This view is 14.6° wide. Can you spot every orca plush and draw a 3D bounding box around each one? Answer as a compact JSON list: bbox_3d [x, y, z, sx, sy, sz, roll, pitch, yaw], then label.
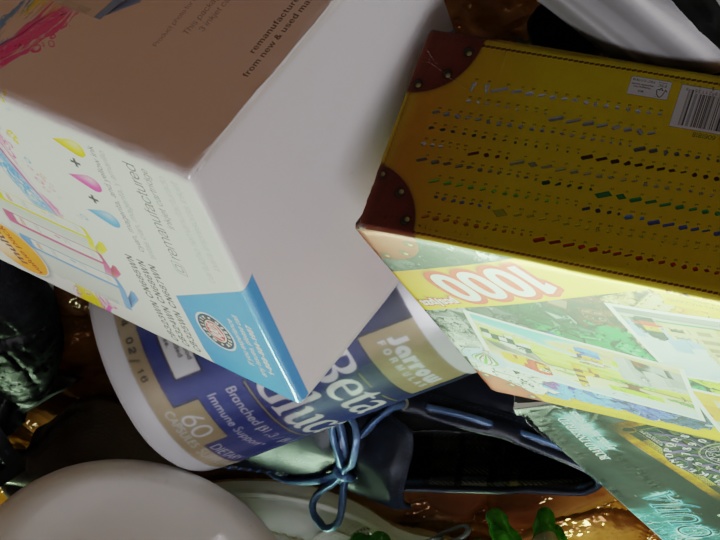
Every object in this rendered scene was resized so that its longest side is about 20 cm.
[{"bbox_3d":[-0.174,0.023,1.184,0.105,0.071,0.200,-3,141,-1],"label":"orca plush"}]

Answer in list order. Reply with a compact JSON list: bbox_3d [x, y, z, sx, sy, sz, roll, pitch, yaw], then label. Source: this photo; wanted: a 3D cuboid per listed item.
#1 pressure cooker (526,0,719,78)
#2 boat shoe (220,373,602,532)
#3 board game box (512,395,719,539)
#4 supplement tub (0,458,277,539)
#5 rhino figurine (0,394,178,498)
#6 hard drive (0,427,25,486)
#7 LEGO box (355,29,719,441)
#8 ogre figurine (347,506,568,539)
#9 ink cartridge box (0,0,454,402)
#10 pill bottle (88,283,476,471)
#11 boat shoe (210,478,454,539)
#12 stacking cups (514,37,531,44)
[{"bbox_3d":[0.114,-0.154,0.908,0.176,0.179,0.200,-3,152,47],"label":"pressure cooker"},{"bbox_3d":[0.016,0.070,1.258,0.199,0.069,0.084,-5,141,2],"label":"boat shoe"},{"bbox_3d":[0.160,0.074,1.160,0.135,0.028,0.200,-4,157,24],"label":"board game box"},{"bbox_3d":[-0.110,0.186,1.192,0.144,0.145,0.200,6,144,-11],"label":"supplement tub"},{"bbox_3d":[-0.089,0.139,1.299,0.087,0.060,0.200,-34,108,19],"label":"rhino figurine"},{"bbox_3d":[-0.226,0.017,1.142,0.135,0.042,0.200,23,155,36],"label":"hard drive"},{"bbox_3d":[0.121,0.000,0.937,0.199,0.077,0.149,12,161,27],"label":"LEGO box"},{"bbox_3d":[0.033,0.159,1.264,0.120,0.098,0.200,-22,-178,13],"label":"ogre figurine"},{"bbox_3d":[-0.078,-0.067,0.987,0.200,0.125,0.129,22,153,33],"label":"ink cartridge box"},{"bbox_3d":[0.000,0.000,1.136,0.199,0.111,0.111,-22,138,22],"label":"pill bottle"},{"bbox_3d":[-0.011,0.155,1.360,0.199,0.070,0.071,15,141,-18],"label":"boat shoe"},{"bbox_3d":[0.052,-0.057,1.046,0.199,0.061,0.061,-23,138,10],"label":"stacking cups"}]
